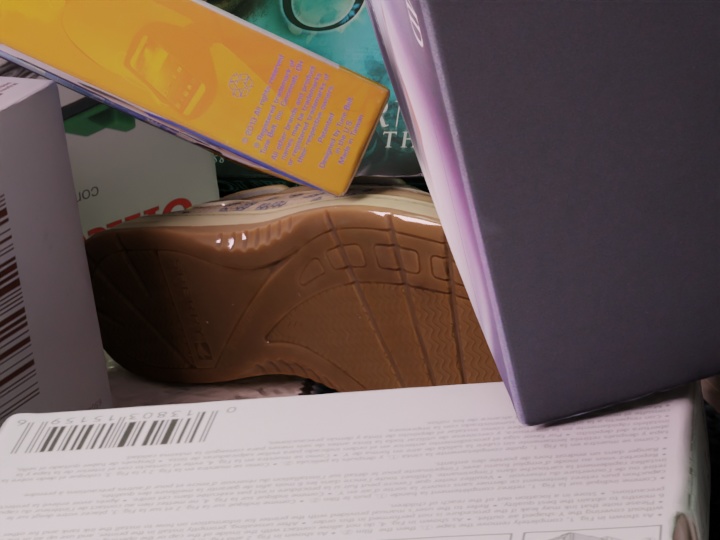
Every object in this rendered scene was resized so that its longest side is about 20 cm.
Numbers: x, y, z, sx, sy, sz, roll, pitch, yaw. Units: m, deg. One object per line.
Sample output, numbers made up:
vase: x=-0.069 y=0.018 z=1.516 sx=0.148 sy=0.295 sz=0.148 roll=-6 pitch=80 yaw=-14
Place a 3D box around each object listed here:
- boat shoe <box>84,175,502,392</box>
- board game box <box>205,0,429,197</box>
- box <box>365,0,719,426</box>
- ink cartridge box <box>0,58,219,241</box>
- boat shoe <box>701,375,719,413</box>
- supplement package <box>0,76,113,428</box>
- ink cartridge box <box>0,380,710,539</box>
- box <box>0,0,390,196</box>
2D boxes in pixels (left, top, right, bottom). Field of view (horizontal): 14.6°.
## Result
boat shoe: x=0.000 y=0.000 z=0.879 sx=0.199 sy=0.074 sz=0.063 roll=6 pitch=28 yaw=36
board game box: x=0.033 y=-0.093 z=1.047 sx=0.199 sy=0.136 sz=0.028 roll=1 pitch=-18 yaw=24
box: x=0.058 y=-0.104 z=0.752 sx=0.123 sy=0.200 sz=0.199 roll=-17 pitch=38 yaw=-1
ink cartridge box: x=-0.136 y=-0.087 z=0.985 sx=0.146 sy=0.201 sz=0.084 roll=-21 pitch=27 yaw=-29
boat shoe: x=0.123 y=0.001 z=0.844 sx=0.057 sy=0.067 sz=0.200 roll=28 pitch=14 yaw=-22
supplement package: x=-0.196 y=0.007 z=0.876 sx=0.199 sy=0.117 sz=0.117 roll=4 pitch=24 yaw=31
ink cartridge box: x=-0.012 y=0.082 z=0.712 sx=0.199 sy=0.044 sz=0.174 roll=-4 pitch=22 yaw=10
box: x=-0.100 y=-0.081 z=0.855 sx=0.199 sy=0.042 sz=0.119 roll=22 pitch=0 yaw=-17
